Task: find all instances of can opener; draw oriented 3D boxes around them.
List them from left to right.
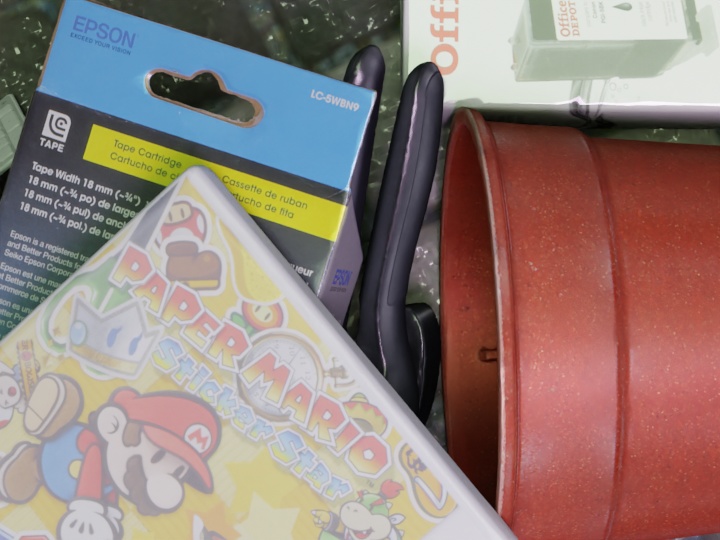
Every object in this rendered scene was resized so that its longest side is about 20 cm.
[{"bbox_3d":[0.000,0.000,1.237,0.063,0.079,0.200,8,114,13],"label":"can opener"}]

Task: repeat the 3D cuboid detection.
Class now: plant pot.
[{"bbox_3d":[0.140,0.028,1.208,0.195,0.201,0.201,-2,88,-5],"label":"plant pot"}]

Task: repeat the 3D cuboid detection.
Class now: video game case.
[{"bbox_3d":[-0.067,0.091,1.144,0.182,0.023,0.200,-42,79,11],"label":"video game case"}]

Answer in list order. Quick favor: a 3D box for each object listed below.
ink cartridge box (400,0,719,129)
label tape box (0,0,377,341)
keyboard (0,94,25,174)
[{"bbox_3d":[0.116,-0.136,1.258,0.200,0.083,0.147,0,89,3],"label":"ink cartridge box"},{"bbox_3d":[-0.079,0.003,1.194,0.144,0.063,0.200,19,93,14],"label":"label tape box"},{"bbox_3d":[-0.227,-0.006,1.289,0.200,0.056,0.011,-38,116,2],"label":"keyboard"}]
